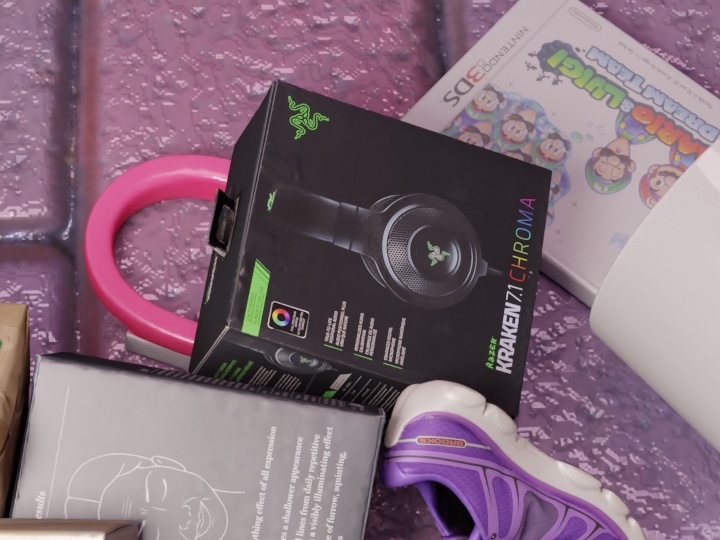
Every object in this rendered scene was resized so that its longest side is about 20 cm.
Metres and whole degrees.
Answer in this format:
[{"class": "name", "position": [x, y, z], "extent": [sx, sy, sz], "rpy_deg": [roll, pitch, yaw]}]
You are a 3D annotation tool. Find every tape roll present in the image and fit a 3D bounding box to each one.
[{"class": "tape roll", "position": [0.255, 0.009, 1.521], "extent": [0.202, 0.203, 0.139], "rpy_deg": [-38, 70, -25]}]

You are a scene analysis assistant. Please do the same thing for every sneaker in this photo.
[{"class": "sneaker", "position": [0.084, 0.144, 1.460], "extent": [0.200, 0.080, 0.084], "rpy_deg": [36, 67, -24]}]

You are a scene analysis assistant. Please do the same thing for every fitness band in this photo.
[{"class": "fitness band", "position": [-0.077, -0.001, 1.583], "extent": [0.199, 0.038, 0.144], "rpy_deg": [17, 58, 2]}]

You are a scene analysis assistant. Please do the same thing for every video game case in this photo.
[{"class": "video game case", "position": [0.145, -0.083, 1.667], "extent": [0.200, 0.024, 0.182], "rpy_deg": [37, 62, 15]}]

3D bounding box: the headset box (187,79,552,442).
[{"class": "headset box", "position": [0.000, 0.000, 1.520], "extent": [0.199, 0.093, 0.175], "rpy_deg": [18, 61, -12]}]

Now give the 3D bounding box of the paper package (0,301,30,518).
[{"class": "paper package", "position": [-0.291, 0.092, 1.411], "extent": [0.198, 0.191, 0.104], "rpy_deg": [9, 58, -3]}]

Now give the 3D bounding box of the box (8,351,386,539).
[{"class": "box", "position": [-0.094, 0.136, 1.425], "extent": [0.198, 0.107, 0.150], "rpy_deg": [10, 89, -1]}]

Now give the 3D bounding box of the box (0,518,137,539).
[{"class": "box", "position": [-0.222, 0.178, 1.333], "extent": [0.198, 0.078, 0.096], "rpy_deg": [-1, 89, 8]}]
